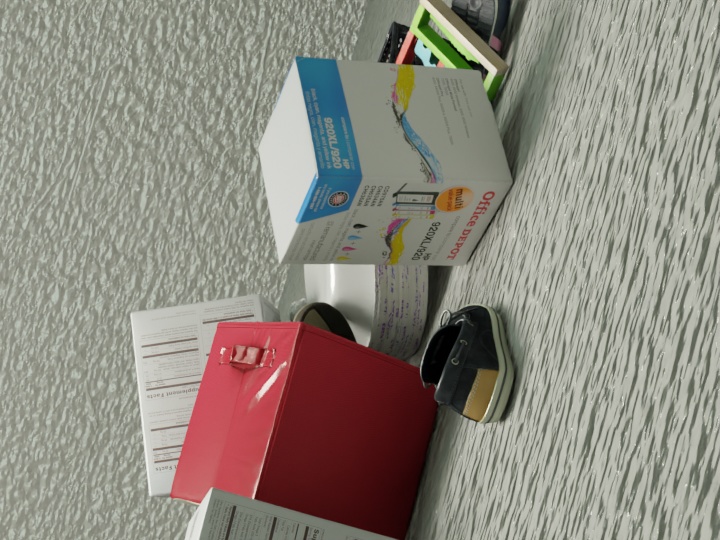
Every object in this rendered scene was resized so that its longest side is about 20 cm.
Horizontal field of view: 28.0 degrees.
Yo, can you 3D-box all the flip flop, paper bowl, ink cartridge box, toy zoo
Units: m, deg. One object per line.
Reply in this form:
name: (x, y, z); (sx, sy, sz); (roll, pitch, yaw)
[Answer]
flip flop: (-0.026, 0.130, 1.539); (0.057, 0.081, 0.201); (-10, 105, 56)
paper bowl: (0.000, 0.000, 1.597); (0.201, 0.104, 0.202); (178, 90, -75)
ink cartridge box: (0.021, -0.102, 1.405); (0.148, 0.199, 0.145); (118, 147, -51)
toy zoo: (0.084, -0.190, 1.614); (0.020, 0.131, 0.201); (-22, -30, -37)

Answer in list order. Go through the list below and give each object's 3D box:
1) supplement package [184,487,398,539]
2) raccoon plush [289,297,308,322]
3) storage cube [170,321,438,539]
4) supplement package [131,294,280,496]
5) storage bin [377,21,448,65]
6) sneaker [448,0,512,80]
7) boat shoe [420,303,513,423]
supplement package: (-0.060, 0.295, 1.227); (0.152, 0.199, 0.152); (124, 161, -66)
raccoon plush: (-0.037, 0.137, 1.714); (0.134, 0.096, 0.202); (135, 128, -74)
storage cube: (-0.054, 0.160, 1.383); (0.171, 0.199, 0.181); (-3, 69, 56)
supplement package: (-0.160, 0.145, 1.626); (0.152, 0.149, 0.202); (62, -160, -80)
storage bin: (0.053, -0.217, 1.961); (0.136, 0.093, 0.201); (-84, 13, -56)
sneaker: (0.131, -0.242, 1.623); (0.082, 0.070, 0.201); (-39, -26, -47)
boat shoe: (0.083, 0.070, 1.213); (0.200, 0.062, 0.075); (-95, 22, -75)
